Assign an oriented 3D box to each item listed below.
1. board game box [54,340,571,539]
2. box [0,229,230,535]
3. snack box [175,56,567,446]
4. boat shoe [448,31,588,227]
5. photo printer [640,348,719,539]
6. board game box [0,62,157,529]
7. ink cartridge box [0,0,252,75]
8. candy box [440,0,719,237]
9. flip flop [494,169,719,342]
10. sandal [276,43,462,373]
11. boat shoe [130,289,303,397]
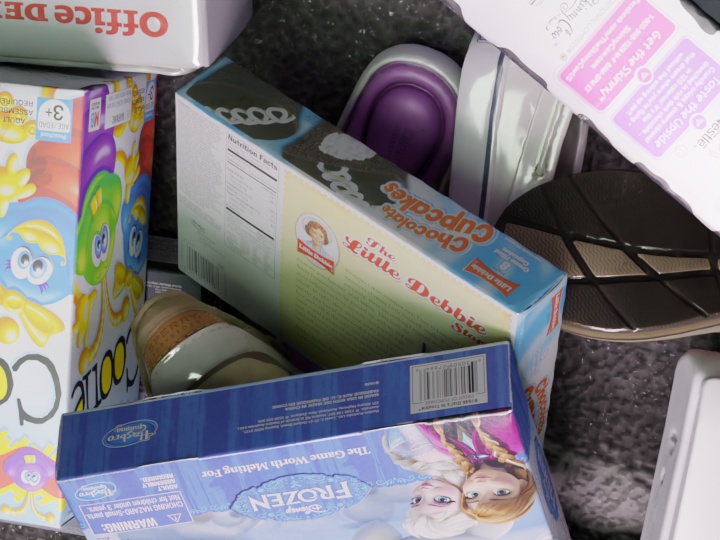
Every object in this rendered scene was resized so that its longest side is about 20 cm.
[{"bbox_3d":[-0.009,0.125,1.180,0.200,0.043,0.199,-10,137,11],"label":"board game box"},{"bbox_3d":[-0.166,0.051,1.338,0.200,0.051,0.158,8,114,14],"label":"box"},{"bbox_3d":[0.000,0.000,1.190,0.200,0.037,0.116,34,144,25],"label":"snack box"},{"bbox_3d":[0.079,-0.015,1.225,0.066,0.072,0.200,10,107,18],"label":"boat shoe"},{"bbox_3d":[0.227,0.134,1.200,0.200,0.069,0.167,12,96,-5],"label":"photo printer"},{"bbox_3d":[-0.163,0.005,1.232,0.105,0.103,0.200,7,102,13],"label":"board game box"},{"bbox_3d":[-0.128,-0.199,1.199,0.146,0.083,0.200,6,114,15],"label":"ink cartridge box"},{"bbox_3d":[0.134,-0.110,1.106,0.200,0.168,0.072,40,119,-2],"label":"candy box"},{"bbox_3d":[0.157,-0.004,1.183,0.200,0.081,0.058,-6,157,-10],"label":"flip flop"},{"bbox_3d":[-0.002,-0.013,1.258,0.082,0.050,0.203,19,119,12],"label":"sandal"},{"bbox_3d":[-0.056,0.060,1.252,0.075,0.200,0.068,-36,70,-5],"label":"boat shoe"}]
